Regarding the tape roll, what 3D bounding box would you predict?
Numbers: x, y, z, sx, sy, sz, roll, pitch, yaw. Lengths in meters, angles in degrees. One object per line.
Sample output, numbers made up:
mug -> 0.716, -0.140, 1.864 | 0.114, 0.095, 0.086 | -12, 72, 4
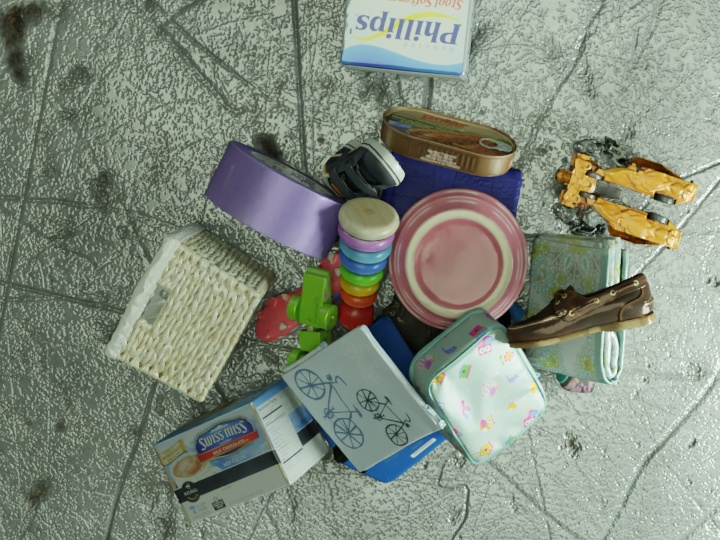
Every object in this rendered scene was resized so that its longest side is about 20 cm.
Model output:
tape roll -> -0.116, -0.101, 1.642 | 0.198, 0.200, 0.086 | 30, 97, 3

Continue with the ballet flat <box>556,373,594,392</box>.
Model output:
ballet flat -> 0.348, 0.085, 1.677 | 0.070, 0.069, 0.203 | 14, 102, -15

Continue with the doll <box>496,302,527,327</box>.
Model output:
doll -> 0.192, 0.092, 1.683 | 0.135, 0.048, 0.203 | -11, 105, -21

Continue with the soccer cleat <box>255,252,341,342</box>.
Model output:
soccer cleat -> -0.075, 0.046, 1.724 | 0.200, 0.076, 0.067 | -41, 56, 22

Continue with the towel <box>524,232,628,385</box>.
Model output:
towel -> 0.305, 0.049, 1.631 | 0.048, 0.170, 0.203 | 2, 94, -30

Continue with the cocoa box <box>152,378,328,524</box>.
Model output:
cocoa box -> -0.176, 0.261, 1.692 | 0.198, 0.133, 0.133 | -25, 92, 27

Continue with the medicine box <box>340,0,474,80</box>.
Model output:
medicine box -> 0.073, -0.381, 1.643 | 0.179, 0.103, 0.203 | 6, 95, 6

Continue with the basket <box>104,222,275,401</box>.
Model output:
basket -> -0.242, 0.058, 1.678 | 0.160, 0.200, 0.200 | 30, 98, -3

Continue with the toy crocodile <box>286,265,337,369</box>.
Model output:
toy crocodile -> -0.064, 0.093, 1.661 | 0.067, 0.062, 0.203 | 8, 105, 26

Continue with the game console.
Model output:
game console -> 0.040, 0.195, 1.709 | 0.170, 0.119, 0.200 | 31, 120, -35

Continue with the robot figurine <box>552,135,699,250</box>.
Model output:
robot figurine -> 0.373, -0.107, 1.654 | 0.197, 0.058, 0.147 | 19, 97, 4

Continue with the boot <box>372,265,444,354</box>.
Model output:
boot -> 0.047, 0.060, 1.705 | 0.174, 0.069, 0.200 | -43, 89, 10

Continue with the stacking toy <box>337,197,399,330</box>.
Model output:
stacking toy -> 0.000, 0.000, 1.629 | 0.084, 0.086, 0.202 | 13, 127, 5

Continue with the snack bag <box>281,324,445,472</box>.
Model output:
snack bag -> 0.001, 0.175, 1.600 | 0.189, 0.021, 0.199 | 51, 133, -4

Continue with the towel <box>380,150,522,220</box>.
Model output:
towel -> 0.127, -0.095, 1.669 | 0.197, 0.050, 0.150 | 12, 80, 1

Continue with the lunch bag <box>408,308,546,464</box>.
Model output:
lunch bag -> 0.167, 0.161, 1.605 | 0.160, 0.077, 0.201 | -40, 126, -10

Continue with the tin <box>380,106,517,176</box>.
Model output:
tin -> 0.125, -0.186, 1.652 | 0.197, 0.112, 0.042 | 16, 124, 6

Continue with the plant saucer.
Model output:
plant saucer -> 0.137, -0.012, 1.611 | 0.197, 0.051, 0.204 | 0, 100, 3

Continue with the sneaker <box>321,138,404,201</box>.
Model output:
sneaker -> 0.000, -0.135, 1.623 | 0.079, 0.200, 0.079 | -43, 104, -7

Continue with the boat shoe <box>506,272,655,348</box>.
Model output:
boat shoe -> 0.287, 0.052, 1.525 | 0.197, 0.070, 0.071 | -14, 100, 7
